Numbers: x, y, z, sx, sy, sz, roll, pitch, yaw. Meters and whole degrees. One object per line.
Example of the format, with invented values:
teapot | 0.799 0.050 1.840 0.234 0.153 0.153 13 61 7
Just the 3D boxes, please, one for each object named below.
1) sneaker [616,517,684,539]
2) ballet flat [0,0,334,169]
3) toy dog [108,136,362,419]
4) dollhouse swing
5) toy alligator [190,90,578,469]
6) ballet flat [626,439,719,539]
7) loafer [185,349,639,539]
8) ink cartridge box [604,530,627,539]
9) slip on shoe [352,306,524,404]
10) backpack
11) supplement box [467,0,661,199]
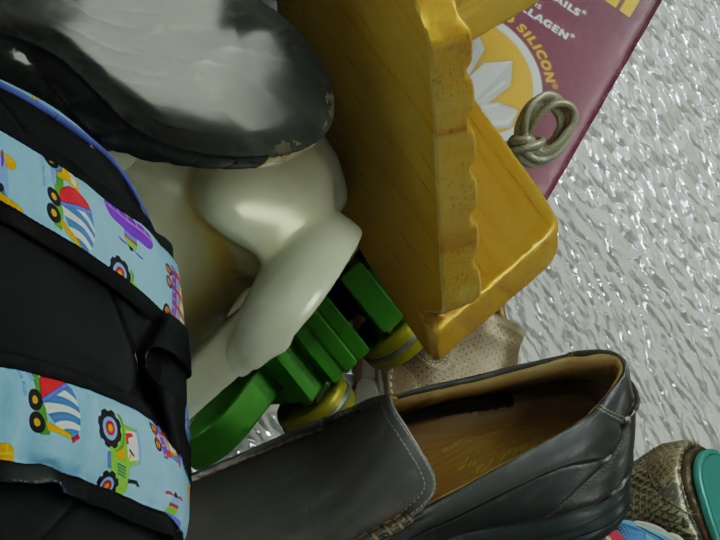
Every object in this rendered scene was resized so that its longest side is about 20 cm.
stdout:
sneaker | 0.123 0.187 1.235 0.090 0.078 0.200 13 45 -43
ballet flat | -0.102 -0.070 0.912 0.200 0.057 0.067 11 71 -23
toy dog | -0.100 -0.054 1.004 0.200 0.140 0.194 42 47 -9
dollhouse swing | 0.066 -0.114 1.039 0.200 0.175 0.182 87 -22 -46
toy alligator | 0.000 0.000 1.137 0.059 0.200 0.054 52 -12 -25
ballet flat | 0.160 0.174 1.315 0.068 0.075 0.200 -17 81 -61
loafer | 0.005 0.070 1.043 0.200 0.072 0.073 -15 49 -23
ink cartridge box | 0.052 0.173 1.110 0.146 0.083 0.200 40 31 -35
slip on shoe | 0.039 0.039 1.257 0.076 0.061 0.200 33 36 -43
backpack | -0.143 0.025 0.836 0.200 0.134 0.183 24 52 -47
supplement box | 0.043 -0.082 1.247 0.110 0.086 0.200 32 54 -1
